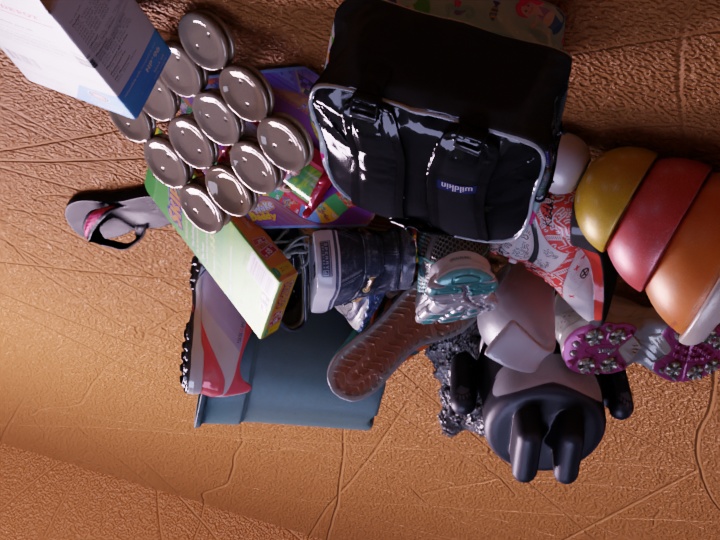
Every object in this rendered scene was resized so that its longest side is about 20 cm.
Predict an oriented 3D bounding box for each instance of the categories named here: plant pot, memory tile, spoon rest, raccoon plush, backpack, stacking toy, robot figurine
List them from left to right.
[{"bbox_3d":[-0.125,-0.117,1.277,0.154,0.017,0.199,51,143,-6],"label":"memory tile"},{"bbox_3d":[-0.071,0.086,1.703,0.193,0.203,0.200,9,162,-7],"label":"plant pot"},{"bbox_3d":[0.079,0.096,1.645,0.198,0.136,0.096,21,163,-28],"label":"raccoon plush"},{"bbox_3d":[0.058,-0.107,1.088,0.175,0.152,0.201,15,154,10],"label":"backpack"},{"bbox_3d":[0.145,0.045,1.429,0.060,0.100,0.200,38,-163,-7],"label":"spoon rest"},{"bbox_3d":[0.179,0.118,1.548,0.150,0.201,0.125,33,124,-25],"label":"robot figurine"},{"bbox_3d":[0.217,-0.049,1.209,0.199,0.147,0.146,31,163,8],"label":"stacking toy"}]

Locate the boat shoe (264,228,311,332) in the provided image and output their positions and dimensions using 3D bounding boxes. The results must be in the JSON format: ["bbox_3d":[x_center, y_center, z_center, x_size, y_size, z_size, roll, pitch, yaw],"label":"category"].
[{"bbox_3d":[-0.085,-0.020,1.489,0.062,0.074,0.202,50,155,39],"label":"boat shoe"}]

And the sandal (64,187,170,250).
[{"bbox_3d":[-0.261,-0.051,1.668,0.075,0.046,0.199,29,157,-34],"label":"sandal"}]

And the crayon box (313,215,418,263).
[{"bbox_3d":[0.004,-0.070,1.391,0.125,0.051,0.200,8,159,23],"label":"crayon box"}]

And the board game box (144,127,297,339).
[{"bbox_3d":[-0.134,-0.039,1.444,0.200,0.030,0.096,48,146,18],"label":"board game box"}]

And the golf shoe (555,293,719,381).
[{"bbox_3d":[0.274,0.055,1.516,0.198,0.076,0.092,7,-150,-25],"label":"golf shoe"}]

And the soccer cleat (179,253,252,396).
[{"bbox_3d":[-0.136,0.026,1.568,0.072,0.203,0.068,7,176,-13],"label":"soccer cleat"}]

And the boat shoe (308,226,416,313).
[{"bbox_3d":[0.000,0.000,1.396,0.090,0.072,0.200,-2,177,-4],"label":"boat shoe"}]

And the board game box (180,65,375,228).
[{"bbox_3d":[-0.077,-0.090,1.310,0.198,0.039,0.159,1,128,37],"label":"board game box"}]

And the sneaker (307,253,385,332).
[{"bbox_3d":[-0.020,0.006,1.549,0.085,0.078,0.200,32,174,-9],"label":"sneaker"}]

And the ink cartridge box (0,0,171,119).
[{"bbox_3d":[-0.234,-0.203,1.160,0.115,0.068,0.200,21,165,22],"label":"ink cartridge box"}]

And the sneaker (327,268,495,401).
[{"bbox_3d":[0.047,0.050,1.560,0.072,0.199,0.080,53,-177,-10],"label":"sneaker"}]

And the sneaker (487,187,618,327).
[{"bbox_3d":[0.168,-0.020,1.378,0.107,0.068,0.202,11,157,18],"label":"sneaker"}]

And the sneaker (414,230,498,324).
[{"bbox_3d":[0.081,-0.010,1.359,0.076,0.092,0.200,-7,167,-6],"label":"sneaker"}]
